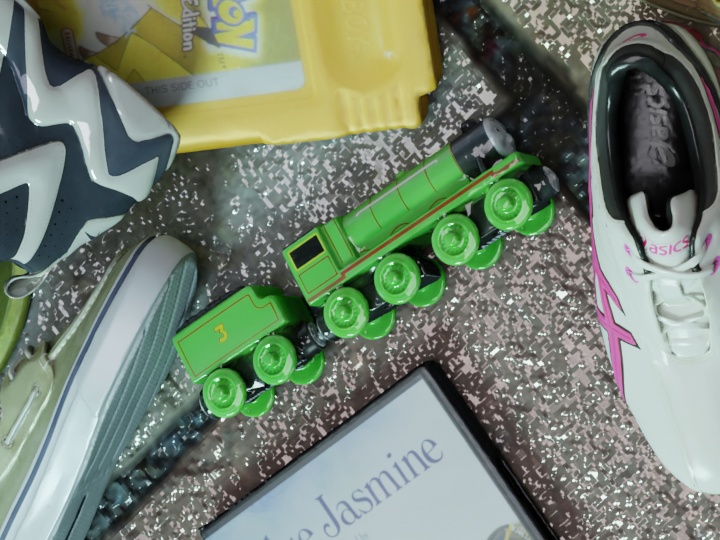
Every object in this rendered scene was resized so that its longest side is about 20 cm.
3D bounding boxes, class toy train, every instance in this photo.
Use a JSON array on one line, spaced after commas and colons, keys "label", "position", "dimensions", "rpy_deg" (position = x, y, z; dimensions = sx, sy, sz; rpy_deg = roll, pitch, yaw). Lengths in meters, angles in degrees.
[{"label": "toy train", "position": [0.000, 0.000, 0.981], "dimensions": [0.199, 0.042, 0.057], "rpy_deg": [-34, 73, 20]}]

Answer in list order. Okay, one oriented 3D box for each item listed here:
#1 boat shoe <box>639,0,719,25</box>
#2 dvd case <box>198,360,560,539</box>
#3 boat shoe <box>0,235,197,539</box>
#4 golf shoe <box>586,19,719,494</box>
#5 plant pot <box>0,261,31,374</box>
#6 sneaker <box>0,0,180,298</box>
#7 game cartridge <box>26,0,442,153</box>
[{"label": "boat shoe", "position": [0.177, -0.126, 0.888], "dimensions": [0.199, 0.066, 0.075], "rpy_deg": [15, 100, 18]}, {"label": "dvd case", "position": [0.034, 0.161, 0.996], "dimensions": [0.142, 0.018, 0.201], "rpy_deg": [-37, 82, 20]}, {"label": "boat shoe", "position": [-0.140, 0.066, 1.020], "dimensions": [0.062, 0.072, 0.201], "rpy_deg": [31, 108, 11]}, {"label": "golf shoe", "position": [0.126, -0.002, 0.908], "dimensions": [0.072, 0.092, 0.202], "rpy_deg": [-10, 93, 19]}, {"label": "plant pot", "position": [-0.281, -0.002, 1.001], "dimensions": [0.198, 0.190, 0.202], "rpy_deg": [2, 96, 20]}, {"label": "sneaker", "position": [-0.189, -0.068, 0.938], "dimensions": [0.199, 0.079, 0.130], "rpy_deg": [39, 85, -15]}, {"label": "game cartridge", "position": [-0.071, -0.139, 0.964], "dimensions": [0.198, 0.032, 0.178], "rpy_deg": [-5, 110, 16]}]
